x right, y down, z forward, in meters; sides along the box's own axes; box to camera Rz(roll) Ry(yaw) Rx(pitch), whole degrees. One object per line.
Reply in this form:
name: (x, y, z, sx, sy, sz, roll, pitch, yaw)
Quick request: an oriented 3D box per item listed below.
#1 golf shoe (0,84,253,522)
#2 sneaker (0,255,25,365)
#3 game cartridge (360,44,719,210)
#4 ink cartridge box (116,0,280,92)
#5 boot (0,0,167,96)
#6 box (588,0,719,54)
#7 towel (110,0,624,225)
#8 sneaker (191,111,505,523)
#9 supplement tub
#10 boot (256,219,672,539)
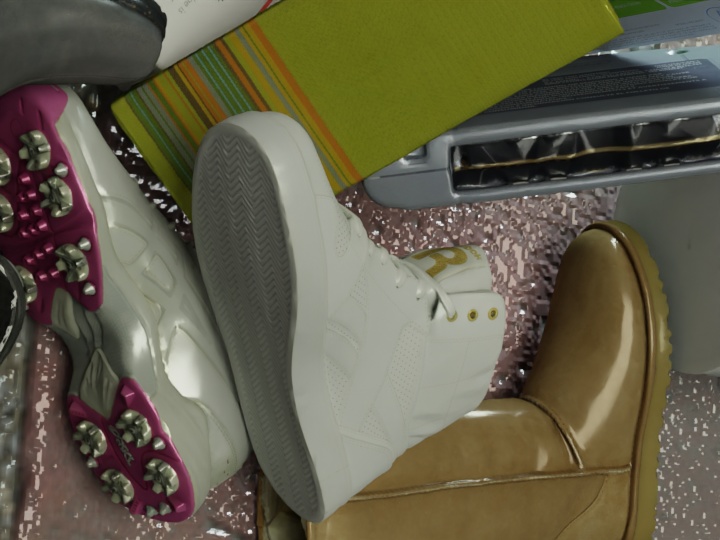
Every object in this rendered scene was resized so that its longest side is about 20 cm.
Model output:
golf shoe: (-0.098, 0.005, 0.956, 0.091, 0.075, 0.201, -32, 112, -39)
sneaker: (-0.205, 0.056, 0.871, 0.200, 0.095, 0.079, -38, 107, -27)
game cartridge: (0.096, -0.068, 1.001, 0.199, 0.133, 0.041, -7, 110, -1)
ink cartridge box: (-0.078, -0.139, 0.961, 0.200, 0.067, 0.117, 45, 70, -22)
boot: (-0.164, -0.051, 0.842, 0.199, 0.070, 0.132, 1, 68, -26)
box: (0.090, -0.178, 0.985, 0.176, 0.200, 0.097, 27, 76, -27)
towel: (0.001, -0.084, 0.911, 0.200, 0.018, 0.086, -29, 113, 14)
sneaker: (0.000, 0.000, 0.929, 0.115, 0.074, 0.200, -31, 134, -25)
supplement tub: (0.241, -0.014, 1.109, 0.199, 0.145, 0.146, -1, 91, -31)
boot: (0.050, 0.067, 1.042, 0.199, 0.066, 0.176, -3, 92, -30)
